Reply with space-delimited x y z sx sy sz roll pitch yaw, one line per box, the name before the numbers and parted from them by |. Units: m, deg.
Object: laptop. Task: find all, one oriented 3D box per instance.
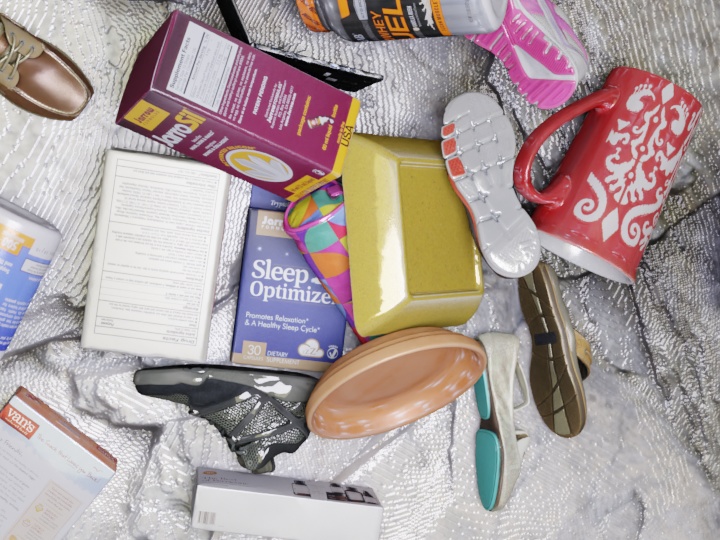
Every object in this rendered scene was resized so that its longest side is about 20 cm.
laptop | -0.075 -0.253 1.226 0.198 0.177 0.104 13 93 -9

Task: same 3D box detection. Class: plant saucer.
plant saucer | 0.065 -0.040 1.259 0.199 0.048 0.202 -3 87 -51
plant saucer | 0.034 0.114 1.287 0.199 0.200 0.038 -19 64 -6

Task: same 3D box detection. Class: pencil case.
pencil case | 0.000 0.000 1.274 0.088 0.088 0.200 -37 122 -3

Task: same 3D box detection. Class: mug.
mug | 0.265 -0.110 1.300 0.133 0.177 0.201 25 87 33

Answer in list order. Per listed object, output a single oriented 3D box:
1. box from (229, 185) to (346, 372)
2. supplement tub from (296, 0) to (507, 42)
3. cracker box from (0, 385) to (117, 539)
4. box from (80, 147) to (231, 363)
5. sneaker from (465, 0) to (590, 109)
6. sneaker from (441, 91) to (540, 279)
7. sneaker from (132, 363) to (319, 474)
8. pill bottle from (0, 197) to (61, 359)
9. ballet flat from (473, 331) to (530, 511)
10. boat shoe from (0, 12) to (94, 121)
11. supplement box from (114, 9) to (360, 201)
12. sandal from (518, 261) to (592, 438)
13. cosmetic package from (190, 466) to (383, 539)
box | -0.069 0.005 1.327 0.120 0.032 0.202 6 94 -9
supplement tub | 0.041 -0.294 1.239 0.198 0.122 0.124 0 96 21
cracker box | -0.368 0.241 1.294 0.134 0.058 0.200 40 90 -10
box | -0.209 -0.018 1.265 0.127 0.109 0.202 8 95 -11
sneaker | 0.169 -0.262 1.316 0.081 0.088 0.201 -41 82 37
sneaker | 0.125 -0.081 1.263 0.076 0.082 0.202 -11 77 -5
sneaker | -0.145 0.156 1.308 0.198 0.076 0.115 9 88 -14
pill bottle | -0.392 0.027 1.242 0.111 0.112 0.201 27 91 -10
ballet flat | 0.160 0.167 1.359 0.062 0.067 0.202 -6 97 -17
boat shoe | -0.363 -0.220 1.241 0.199 0.074 0.076 33 91 -10
supplement box | -0.116 -0.151 1.172 0.199 0.110 0.086 23 69 -22
sandal | 0.223 0.085 1.361 0.054 0.080 0.202 -12 93 -28
cosmetic package | -0.080 0.253 1.324 0.198 0.083 0.051 8 92 -9
